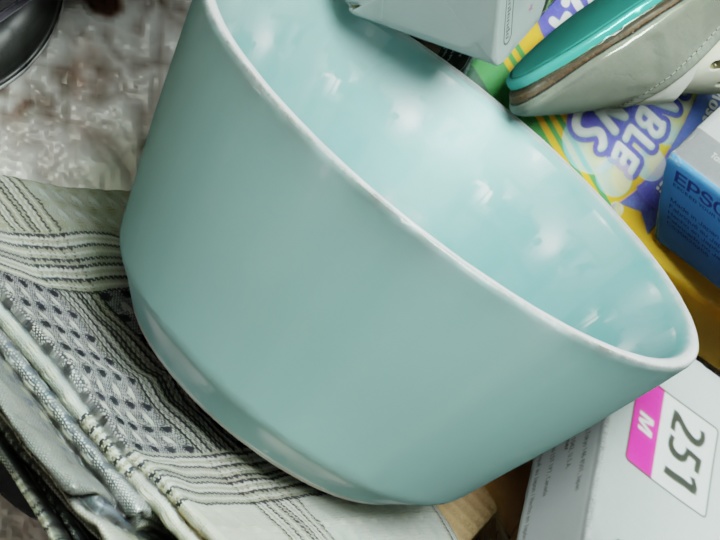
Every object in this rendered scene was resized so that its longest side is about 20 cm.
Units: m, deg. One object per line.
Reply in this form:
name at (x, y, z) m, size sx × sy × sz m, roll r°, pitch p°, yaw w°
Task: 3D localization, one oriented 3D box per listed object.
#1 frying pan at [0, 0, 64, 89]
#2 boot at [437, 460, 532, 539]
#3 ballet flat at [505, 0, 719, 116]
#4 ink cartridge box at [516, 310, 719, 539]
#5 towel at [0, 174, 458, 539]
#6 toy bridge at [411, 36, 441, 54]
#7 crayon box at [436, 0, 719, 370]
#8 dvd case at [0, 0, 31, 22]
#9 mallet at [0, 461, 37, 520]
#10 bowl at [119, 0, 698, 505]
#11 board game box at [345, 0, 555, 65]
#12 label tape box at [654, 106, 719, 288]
frying pan at (-0.136, -0.138, 1.076) m, size 0.190 × 0.031 × 0.115 m, roll -41°, pitch 90°, yaw -25°
boot at (0.104, 0.110, 1.049) m, size 0.201 × 0.071 × 0.144 m, roll 44°, pitch 61°, yaw 3°
ballet flat at (0.136, -0.101, 1.052) m, size 0.200 × 0.067 × 0.064 m, roll -43°, pitch 105°, yaw -25°
ink cartridge box at (0.124, 0.138, 0.978) m, size 0.174 × 0.044 × 0.200 m, roll 35°, pitch 45°, yaw -22°
towel at (-0.066, 0.032, 0.948) m, size 0.193 × 0.035 × 0.200 m, roll 51°, pitch 23°, yaw 23°
toy bridge at (0.035, -0.076, 1.116) m, size 0.200 × 0.027 × 0.067 m, roll -16°, pitch 77°, yaw -25°
crayon box at (0.126, -0.050, 1.103) m, size 0.200 × 0.052 × 0.126 m, roll 34°, pitch 70°, yaw -17°
dvd case at (-0.163, -0.156, 1.045) m, size 0.200 × 0.016 × 0.149 m, roll -39°, pitch 90°, yaw -29°
mallet at (-0.056, 0.090, 0.941) m, size 0.041 × 0.200 × 0.066 m, roll 24°, pitch 103°, yaw -44°
bowl at (0.000, 0.000, 0.948) m, size 0.201 × 0.105 × 0.201 m, roll 36°, pitch 18°, yaw -13°
board game box at (0.070, -0.188, 0.998) m, size 0.064 × 0.148 × 0.200 m, roll 21°, pitch 45°, yaw 19°
label tape box at (0.225, -0.045, 1.043) m, size 0.143 × 0.066 × 0.200 m, roll 40°, pitch 70°, yaw 21°
